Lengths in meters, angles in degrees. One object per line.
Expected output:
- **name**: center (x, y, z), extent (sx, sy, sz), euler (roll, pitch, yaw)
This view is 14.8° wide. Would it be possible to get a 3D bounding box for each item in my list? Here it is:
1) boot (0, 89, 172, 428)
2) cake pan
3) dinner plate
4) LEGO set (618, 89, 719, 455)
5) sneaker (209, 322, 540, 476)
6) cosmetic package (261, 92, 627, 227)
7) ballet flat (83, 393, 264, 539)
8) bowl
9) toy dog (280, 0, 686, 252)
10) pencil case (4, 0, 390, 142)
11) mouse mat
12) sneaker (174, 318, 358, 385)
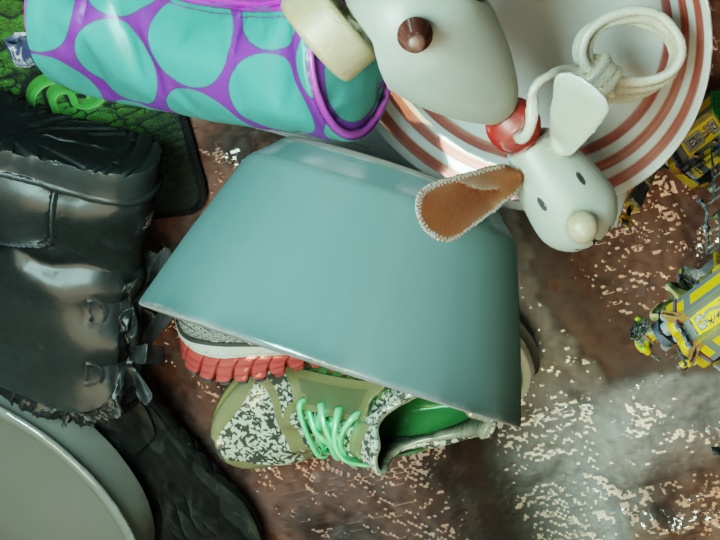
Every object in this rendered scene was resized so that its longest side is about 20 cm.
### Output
- **boot**: center (-0.194, -0.011, 1.517), extent (0.197, 0.073, 0.163), euler (16, 122, 13)
- **cake pan**: center (-0.203, 0.130, 1.617), extent (0.199, 0.037, 0.201), euler (21, 140, 19)
- **dinner plate**: center (0.079, -0.124, 1.364), extent (0.199, 0.024, 0.201), euler (11, 121, 19)
- **LEGO set**: center (0.183, 0.020, 1.414), extent (0.153, 0.201, 0.116), euler (29, 128, -31)
- **sneaker**: center (-0.001, 0.079, 1.542), extent (0.199, 0.089, 0.077), euler (-17, 117, 23)
- **cosmetic package**: center (0.050, -0.091, 1.444), extent (0.199, 0.051, 0.083), euler (15, 122, 4)
- **ballet flat**: center (-0.111, 0.124, 1.630), extent (0.066, 0.057, 0.200), euler (-31, 119, 1)
- **bowl**: center (0.000, 0.000, 1.387), extent (0.200, 0.201, 0.106), euler (18, 87, 1)
- **toy dog**: center (0.058, -0.080, 1.273), extent (0.199, 0.096, 0.132), euler (26, 111, -20)
- **pencil case**: center (-0.078, -0.121, 1.387), extent (0.199, 0.085, 0.093), euler (12, 150, 33)
- **mouse mat**: center (-0.193, -0.092, 1.527), extent (0.199, 0.008, 0.162), euler (-5, 121, 17)
- **sneaker**: center (-0.014, 0.010, 1.508), extent (0.199, 0.078, 0.082), euler (-6, 119, 17)
